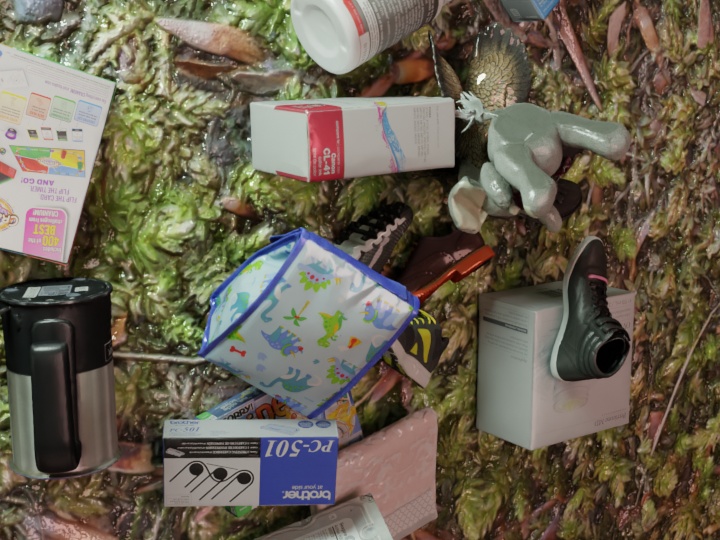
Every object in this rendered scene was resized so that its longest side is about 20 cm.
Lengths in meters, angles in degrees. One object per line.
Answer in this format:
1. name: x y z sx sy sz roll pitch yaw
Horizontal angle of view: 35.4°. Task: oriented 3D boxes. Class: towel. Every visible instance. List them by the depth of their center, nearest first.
1. towel: 0.022 0.294 1.483 0.200 0.032 0.191 -24 125 -31

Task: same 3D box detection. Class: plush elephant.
1. plush elephant: 0.191 -0.109 1.335 0.165 0.200 0.155 -42 148 -26

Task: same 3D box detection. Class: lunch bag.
1. lunch bag: -0.058 0.049 1.278 0.170 0.200 0.128 31 40 -24

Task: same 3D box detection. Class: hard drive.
1. hard drive: -0.056 0.355 1.355 0.200 0.140 0.038 -20 122 -7

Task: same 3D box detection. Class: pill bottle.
1. pill bottle: 0.026 -0.325 1.335 0.200 0.114 0.114 -35 118 -26

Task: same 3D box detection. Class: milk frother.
1. milk frother: -0.357 0.114 1.149 0.200 0.181 0.188 1 101 7

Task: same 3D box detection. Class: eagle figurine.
1. eagle figurine: 0.127 -0.197 1.415 0.151 0.152 0.200 18 124 -4

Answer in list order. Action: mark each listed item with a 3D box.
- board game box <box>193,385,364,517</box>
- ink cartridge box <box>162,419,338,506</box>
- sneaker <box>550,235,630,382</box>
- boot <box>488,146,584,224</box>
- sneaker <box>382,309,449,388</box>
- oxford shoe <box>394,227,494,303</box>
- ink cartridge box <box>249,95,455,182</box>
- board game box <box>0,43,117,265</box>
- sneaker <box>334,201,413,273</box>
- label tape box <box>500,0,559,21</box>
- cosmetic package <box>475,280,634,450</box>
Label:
1. board game box: -0.096 0.197 1.399 0.200 0.034 0.135 -28 115 -29
2. ink cartridge box: -0.128 0.223 1.311 0.200 0.044 0.094 1 112 -7
3. sneaker: 0.316 0.054 1.484 0.071 0.099 0.200 15 84 -33
4. boot: 0.261 -0.135 1.507 0.200 0.174 0.069 -5 62 -34
5. sneaker: 0.054 0.077 1.439 0.085 0.074 0.200 -55 151 -10
6. oxford shoe: 0.077 0.001 1.481 0.200 0.071 0.073 -29 81 -21
7. ink cartridge box: -0.009 -0.157 1.314 0.200 0.148 0.086 -7 103 -30
8. board game box: -0.348 -0.119 1.149 0.153 0.040 0.200 16 90 -37
9. sneaker: 0.000 0.000 1.414 0.200 0.066 0.091 -45 125 -16
10. label tape box: 0.213 -0.449 1.479 0.143 0.066 0.200 -51 121 -17
11. cosmetic package: 0.277 0.129 1.604 0.199 0.123 0.200 -9 105 -34
